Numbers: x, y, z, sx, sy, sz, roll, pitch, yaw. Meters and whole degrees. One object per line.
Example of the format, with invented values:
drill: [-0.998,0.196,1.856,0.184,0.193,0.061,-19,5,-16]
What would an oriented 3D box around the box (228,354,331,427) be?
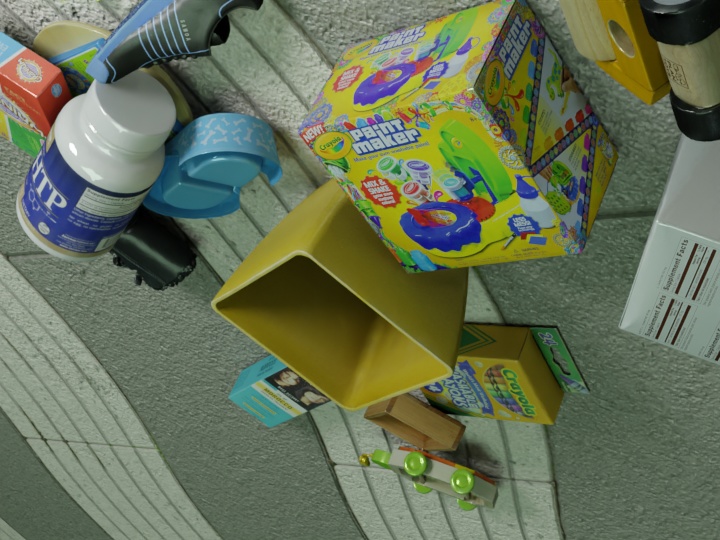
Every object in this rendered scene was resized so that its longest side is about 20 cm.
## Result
box: [-0.100,0.156,1.667,0.082,0.050,0.199,37,147,-15]

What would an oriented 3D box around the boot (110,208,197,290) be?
boot: [-0.266,-0.051,1.475,0.162,0.074,0.197,43,152,-19]

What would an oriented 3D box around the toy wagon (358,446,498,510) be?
toy wagon: [0.094,0.282,1.680,0.197,0.040,0.155,19,164,14]

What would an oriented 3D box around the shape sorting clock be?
shape sorting clock: [-0.265,-0.190,1.306,0.197,0.040,0.201,18,146,12]

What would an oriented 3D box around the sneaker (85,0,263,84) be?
sneaker: [-0.175,-0.222,1.131,0.199,0.071,0.078,-33,113,34]

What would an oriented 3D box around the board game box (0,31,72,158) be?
board game box: [-0.375,-0.189,1.330,0.152,0.041,0.201,32,161,13]

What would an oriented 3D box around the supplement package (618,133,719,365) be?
supplement package: [0.331,-0.031,0.945,0.197,0.193,0.148,20,147,12]

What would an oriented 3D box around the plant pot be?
plant pot: [0.000,0.000,1.250,0.199,0.178,0.199,38,147,-18]

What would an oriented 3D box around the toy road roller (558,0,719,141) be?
toy road roller: [0.242,-0.201,0.869,0.200,0.145,0.123,49,173,49]

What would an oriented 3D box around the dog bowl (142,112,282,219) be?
dog bowl: [-0.160,-0.111,1.298,0.110,0.050,0.199,10,159,-31]

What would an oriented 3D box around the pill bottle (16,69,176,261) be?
pill bottle: [-0.271,-0.112,1.258,0.119,0.120,0.200,33,131,-10]

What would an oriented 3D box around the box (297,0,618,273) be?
box: [0.088,-0.113,1.077,0.198,0.123,0.193,-8,133,42]

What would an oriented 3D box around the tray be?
tray: [0.066,0.192,1.548,0.098,0.037,0.200,29,170,-2]

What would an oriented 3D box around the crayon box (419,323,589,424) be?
crayon box: [0.154,0.120,1.426,0.198,0.052,0.126,0,139,35]
